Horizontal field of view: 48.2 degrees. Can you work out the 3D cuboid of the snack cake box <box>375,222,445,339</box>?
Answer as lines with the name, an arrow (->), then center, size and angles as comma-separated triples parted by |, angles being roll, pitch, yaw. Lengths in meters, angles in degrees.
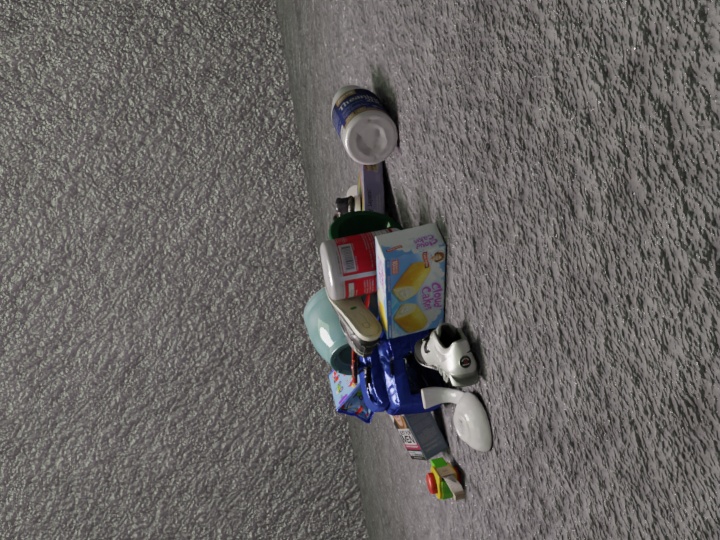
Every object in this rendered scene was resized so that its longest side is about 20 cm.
snack cake box -> 0.090, 0.021, 1.451 | 0.068, 0.113, 0.202 | -111, 12, -46

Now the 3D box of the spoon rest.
spoon rest -> 0.177, 0.246, 1.404 | 0.200, 0.060, 0.101 | -154, 51, -64

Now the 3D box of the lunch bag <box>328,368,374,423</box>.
lunch bag -> 0.016, 0.219, 1.857 | 0.202, 0.093, 0.151 | -61, 21, 18

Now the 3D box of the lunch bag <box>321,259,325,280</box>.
lunch bag -> -0.018, 0.017, 2.042 | 0.078, 0.158, 0.202 | 90, 167, -56

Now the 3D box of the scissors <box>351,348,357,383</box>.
scissors -> -0.013, 0.178, 1.559 | 0.200, 0.014, 0.074 | 81, -171, -79

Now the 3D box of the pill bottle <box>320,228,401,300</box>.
pill bottle -> 0.030, -0.017, 1.521 | 0.112, 0.197, 0.114 | 170, 90, -82

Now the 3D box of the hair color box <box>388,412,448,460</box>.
hair color box -> 0.102, 0.298, 1.711 | 0.202, 0.060, 0.099 | 63, 161, 3

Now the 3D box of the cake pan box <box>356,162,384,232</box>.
cake pan box -> 0.023, -0.135, 1.831 | 0.184, 0.051, 0.203 | 97, 171, -73

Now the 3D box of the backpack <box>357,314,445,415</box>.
backpack -> 0.077, 0.174, 1.583 | 0.163, 0.165, 0.203 | 121, 144, -71

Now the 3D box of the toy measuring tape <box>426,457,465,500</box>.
toy measuring tape -> 0.173, 0.428, 1.580 | 0.200, 0.072, 0.075 | -140, 40, -78

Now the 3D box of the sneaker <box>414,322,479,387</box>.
sneaker -> 0.145, 0.127, 1.378 | 0.200, 0.073, 0.090 | -158, 57, -69

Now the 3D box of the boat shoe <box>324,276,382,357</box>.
boat shoe -> -0.023, 0.080, 1.554 | 0.068, 0.071, 0.201 | 99, 150, -42

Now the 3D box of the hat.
hat -> 0.000, 0.000, 1.693 | 0.200, 0.164, 0.178 | -46, -26, -47

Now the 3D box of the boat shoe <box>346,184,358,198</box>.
boat shoe -> 0.011, -0.112, 2.019 | 0.068, 0.071, 0.203 | 29, -140, -72

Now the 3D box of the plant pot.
plant pot -> -0.017, 0.139, 1.740 | 0.202, 0.197, 0.135 | 88, 172, -47

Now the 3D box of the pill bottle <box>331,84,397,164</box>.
pill bottle -> 0.001, -0.307, 1.649 | 0.201, 0.109, 0.112 | -113, 14, -55

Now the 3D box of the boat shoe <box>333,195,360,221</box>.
boat shoe -> -0.034, -0.119, 1.871 | 0.200, 0.059, 0.075 | 106, 163, -76
